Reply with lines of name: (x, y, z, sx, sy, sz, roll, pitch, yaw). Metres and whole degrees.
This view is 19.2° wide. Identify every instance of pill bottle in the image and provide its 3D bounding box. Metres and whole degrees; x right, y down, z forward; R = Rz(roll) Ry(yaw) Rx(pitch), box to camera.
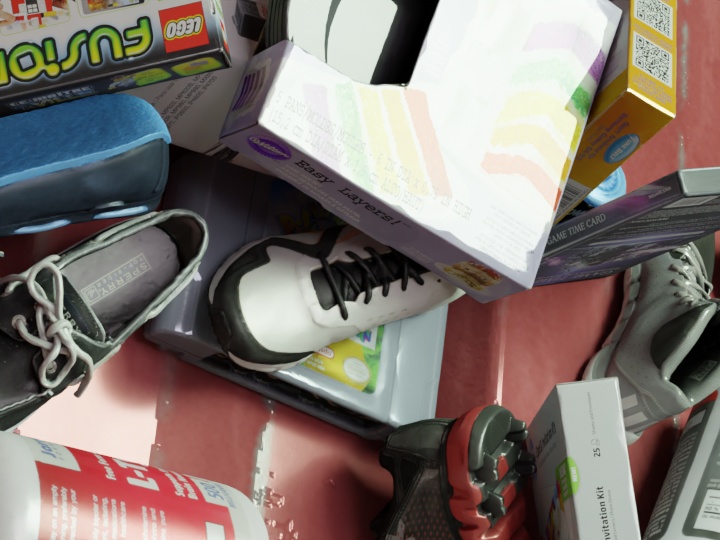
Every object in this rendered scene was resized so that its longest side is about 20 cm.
pill bottle: (0.237, 0.176, 1.344, 0.116, 0.115, 0.201, 43, 53, -20)
pill bottle: (-0.151, 0.141, 1.034, 0.199, 0.112, 0.113, 18, 64, -34)

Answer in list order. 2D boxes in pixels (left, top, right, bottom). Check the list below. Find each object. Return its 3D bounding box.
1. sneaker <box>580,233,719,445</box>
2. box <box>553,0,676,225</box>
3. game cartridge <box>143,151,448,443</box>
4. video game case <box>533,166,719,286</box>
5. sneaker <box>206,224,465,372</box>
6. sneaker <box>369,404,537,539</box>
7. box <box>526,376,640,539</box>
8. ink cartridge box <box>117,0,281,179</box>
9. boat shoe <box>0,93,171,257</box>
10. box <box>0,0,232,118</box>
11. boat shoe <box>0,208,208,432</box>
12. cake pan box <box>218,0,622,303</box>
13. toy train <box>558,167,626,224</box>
sneaker: (0.223, 0.023, 1.387, 0.075, 0.115, 0.201, 40, 54, -22)
box: (0.140, -0.136, 1.273, 0.041, 0.119, 0.201, 28, 46, -19)
game cartridge: (-0.030, 0.012, 1.235, 0.199, 0.040, 0.134, 25, 56, -31)
video game case: (0.172, -0.026, 1.305, 0.142, 0.199, 0.019, -6, 78, -41)
sneaker: (0.000, 0.000, 1.190, 0.199, 0.080, 0.074, -21, 90, -41)
sneaker: (0.058, 0.170, 1.229, 0.071, 0.097, 0.202, -40, 125, -53)
box: (0.136, 0.176, 1.239, 0.041, 0.156, 0.202, -5, 76, -4)
ink cartridge box: (-0.060, -0.138, 1.210, 0.199, 0.084, 0.145, 15, 49, -34)
boat shoe: (-0.190, -0.030, 1.063, 0.198, 0.069, 0.084, -8, 41, -8)
box: (-0.173, -0.138, 1.084, 0.198, 0.035, 0.111, -12, 80, 2)
boat shoe: (-0.157, 0.030, 1.086, 0.199, 0.068, 0.074, -30, 92, -31)
cake pan box: (0.034, -0.110, 1.156, 0.199, 0.052, 0.185, 31, 66, -25)
toy train: (0.083, -0.082, 1.334, 0.199, 0.087, 0.115, 5, 62, -36)
